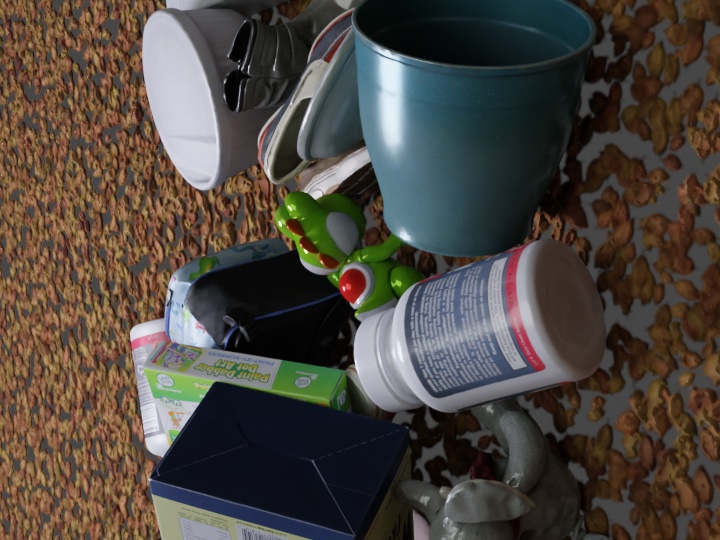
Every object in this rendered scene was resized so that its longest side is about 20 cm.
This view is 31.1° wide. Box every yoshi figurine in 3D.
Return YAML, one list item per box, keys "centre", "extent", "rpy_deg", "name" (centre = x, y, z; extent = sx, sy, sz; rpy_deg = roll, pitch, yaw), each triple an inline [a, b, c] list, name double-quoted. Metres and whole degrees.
- centre: [0.009, -0.009, 1.258]
  extent: [0.200, 0.112, 0.112]
  rpy_deg: [43, 171, 5]
  name: "yoshi figurine"

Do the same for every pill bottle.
- centre: [-0.209, 0.159, 1.553]
  extent: [0.110, 0.110, 0.202]
  rpy_deg: [-21, 77, 51]
  name: "pill bottle"
- centre: [0.097, 0.056, 1.109]
  extent: [0.199, 0.119, 0.120]
  rpy_deg: [-20, 77, 36]
  name: "pill bottle"

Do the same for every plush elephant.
- centre: [0.104, 0.210, 1.113]
  extent: [0.200, 0.154, 0.166]
  rpy_deg: [37, 121, 45]
  name: "plush elephant"

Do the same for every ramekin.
- centre: [-0.162, -0.198, 1.447]
  extent: [0.202, 0.094, 0.204]
  rpy_deg: [42, 141, 46]
  name: "ramekin"

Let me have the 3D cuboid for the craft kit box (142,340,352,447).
- centre: [-0.099, 0.167, 1.271]
  extent: [0.199, 0.049, 0.198]
  rpy_deg: [8, 135, 20]
  name: "craft kit box"

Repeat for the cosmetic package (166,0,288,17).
- centre: [-0.141, -0.348, 1.457]
  extent: [0.199, 0.081, 0.114]
  rpy_deg: [-2, 91, 51]
  name: "cosmetic package"

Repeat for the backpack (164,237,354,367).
- centre: [-0.115, 0.073, 1.369]
  extent: [0.147, 0.182, 0.201]
  rpy_deg: [46, 138, 32]
  name: "backpack"

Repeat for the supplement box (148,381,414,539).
- centre: [-0.064, 0.237, 1.183]
  extent: [0.199, 0.134, 0.201]
  rpy_deg: [12, 130, 19]
  name: "supplement box"

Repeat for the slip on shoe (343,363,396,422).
- centre: [0.010, 0.133, 1.283]
  extent: [0.074, 0.061, 0.200]
  rpy_deg: [53, 160, 16]
  name: "slip on shoe"

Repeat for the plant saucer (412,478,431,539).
- centre: [0.032, 0.290, 1.313]
  extent: [0.200, 0.034, 0.202]
  rpy_deg: [5, 96, 51]
  name: "plant saucer"

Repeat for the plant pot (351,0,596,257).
- centre: [0.090, -0.122, 1.096]
  extent: [0.200, 0.199, 0.189]
  rpy_deg: [37, 136, 45]
  name: "plant pot"

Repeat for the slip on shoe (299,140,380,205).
- centre: [-0.003, -0.107, 1.305]
  extent: [0.200, 0.076, 0.061]
  rpy_deg: [-35, 60, 55]
  name: "slip on shoe"

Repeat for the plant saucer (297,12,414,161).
- centre: [0.016, -0.178, 1.205]
  extent: [0.050, 0.200, 0.201]
  rpy_deg: [33, 124, 9]
  name: "plant saucer"

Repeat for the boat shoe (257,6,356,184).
- centre: [-0.037, -0.175, 1.305]
  extent: [0.200, 0.071, 0.063]
  rpy_deg: [-51, 24, 19]
  name: "boat shoe"

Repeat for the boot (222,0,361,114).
- centre: [-0.062, -0.244, 1.317]
  extent: [0.068, 0.130, 0.201]
  rpy_deg: [47, 127, 40]
  name: "boot"

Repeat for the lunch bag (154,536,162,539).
- centre: [-0.163, 0.344, 1.463]
  extent: [0.199, 0.163, 0.118]
  rpy_deg: [-17, 85, 51]
  name: "lunch bag"
